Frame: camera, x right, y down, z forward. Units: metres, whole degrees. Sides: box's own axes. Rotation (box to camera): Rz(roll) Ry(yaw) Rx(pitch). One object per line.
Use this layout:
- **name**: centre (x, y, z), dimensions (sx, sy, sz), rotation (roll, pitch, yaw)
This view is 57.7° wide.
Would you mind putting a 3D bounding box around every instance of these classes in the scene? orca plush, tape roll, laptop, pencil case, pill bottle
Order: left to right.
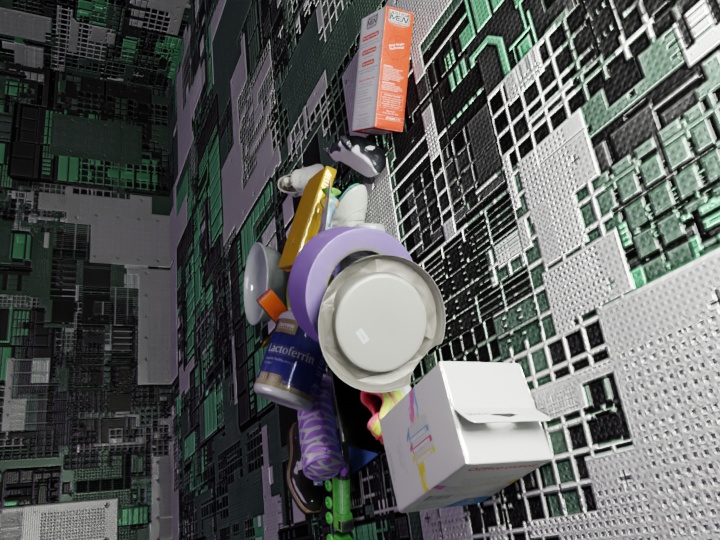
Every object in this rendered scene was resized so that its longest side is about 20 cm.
- **pill bottle**: centre (-0.113, 0.145, 1.203), dimensions (0.115, 0.115, 0.203), rotation (-21, 48, 62)
- **pencil case**: centre (-0.074, 0.289, 1.221), dimensions (0.202, 0.084, 0.085), rotation (-102, 25, -42)
- **laptop**: centre (-0.035, 0.247, 1.174), dimensions (0.115, 0.199, 0.190), rotation (-26, 58, 22)
- **tape roll**: centre (-0.011, 0.032, 1.047), dimensions (0.085, 0.197, 0.204), rotation (10, 95, 64)
- **orca plush**: centre (0.006, -0.224, 1.237), dimensions (0.106, 0.071, 0.200), rotation (52, 169, -14)

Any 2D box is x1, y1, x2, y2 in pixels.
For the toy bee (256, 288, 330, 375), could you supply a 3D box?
- **toy bee**: centre (-0.141, 0.127, 1.317), dimensions (0.109, 0.129, 0.203), rotation (172, 77, -75)

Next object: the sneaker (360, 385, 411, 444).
- **sneaker**: centre (0.055, 0.252, 1.006), dimensions (0.201, 0.089, 0.079), rotation (59, 136, 47)

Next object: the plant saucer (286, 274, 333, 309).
- **plant saucer**: centre (-0.103, 0.067, 1.364), dimensions (0.199, 0.031, 0.204), rotation (14, 107, 50)

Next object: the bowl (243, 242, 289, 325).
- **bowl**: centre (-0.220, 0.034, 1.610), dimensions (0.200, 0.089, 0.205), rotation (167, 105, -64)

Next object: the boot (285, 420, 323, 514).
- **boot**: centre (-0.097, 0.374, 1.331), dimensions (0.139, 0.076, 0.202), rotation (-56, 40, 39)

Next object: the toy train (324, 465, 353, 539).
- **toy train**: centre (-0.037, 0.452, 1.214), dimensions (0.056, 0.041, 0.204), rotation (0, 92, 54)

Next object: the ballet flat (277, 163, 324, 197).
- **ballet flat**: centre (-0.142, -0.204, 1.508), dimensions (0.199, 0.068, 0.071), rotation (-2, 85, 64)

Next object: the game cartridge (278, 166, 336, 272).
- **game cartridge**: centre (-0.108, -0.098, 1.320), dimensions (0.176, 0.032, 0.203), rotation (173, 116, -73)

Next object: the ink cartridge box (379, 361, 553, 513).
- **ink cartridge box**: centre (0.130, 0.203, 0.812), dimensions (0.201, 0.127, 0.127), rotation (-55, 40, 46)

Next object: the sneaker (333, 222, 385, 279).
- **sneaker**: centre (0.000, 0.000, 1.178), dimensions (0.200, 0.074, 0.117), rotation (130, 136, -58)

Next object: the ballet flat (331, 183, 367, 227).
- **ballet flat**: centre (-0.030, -0.080, 1.249), dimensions (0.200, 0.068, 0.070), rotation (-52, 42, 44)

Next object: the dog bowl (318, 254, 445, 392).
- **dog bowl**: centre (0.026, 0.076, 0.976), dimensions (0.059, 0.197, 0.204), rotation (-171, 85, -74)

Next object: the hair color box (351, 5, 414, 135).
- **hair color box**: centre (0.038, -0.348, 1.157), dimensions (0.101, 0.060, 0.204), rotation (-165, 79, -64)

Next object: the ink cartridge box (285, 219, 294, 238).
- **ink cartridge box**: centre (-0.092, -0.085, 1.424), dimensions (0.201, 0.049, 0.163), rotation (-51, 41, 36)

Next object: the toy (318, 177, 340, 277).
- **toy**: centre (-0.053, -0.046, 1.146), dimensions (0.115, 0.046, 0.204), rotation (127, 146, -75)
